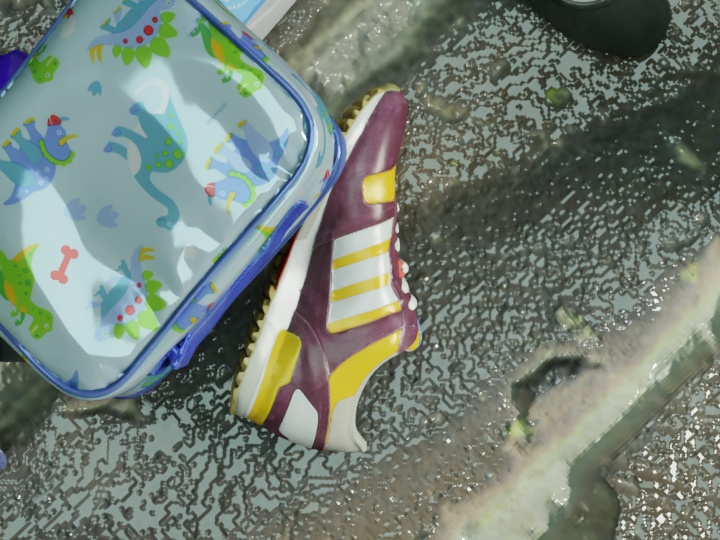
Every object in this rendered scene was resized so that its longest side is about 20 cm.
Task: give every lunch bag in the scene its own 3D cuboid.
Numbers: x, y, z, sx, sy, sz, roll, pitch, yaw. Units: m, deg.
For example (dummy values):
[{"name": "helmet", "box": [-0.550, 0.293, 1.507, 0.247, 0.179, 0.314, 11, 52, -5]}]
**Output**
[{"name": "lunch bag", "box": [-0.116, -0.041, 1.001, 0.161, 0.082, 0.200, 42, 98, 10]}]

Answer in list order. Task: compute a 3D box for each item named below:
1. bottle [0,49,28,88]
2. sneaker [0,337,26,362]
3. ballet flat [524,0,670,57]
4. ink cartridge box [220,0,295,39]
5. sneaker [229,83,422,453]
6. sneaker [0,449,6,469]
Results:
[{"name": "bottle", "box": [-0.238, -0.087, 1.089, 0.198, 0.065, 0.084, -3, 86, 2]}, {"name": "sneaker", "box": [-0.114, -0.013, 1.081, 0.199, 0.075, 0.107, -11, 90, 11]}, {"name": "ballet flat", "box": [0.094, -0.197, 1.083, 0.068, 0.068, 0.200, -44, 85, -2]}, {"name": "ink cartridge box", "box": [-0.107, -0.227, 1.094, 0.200, 0.067, 0.116, 41, 89, 5]}, {"name": "sneaker", "box": [0.000, 0.000, 1.076, 0.090, 0.075, 0.201, 22, 92, -6]}, {"name": "sneaker", "box": [-0.255, 0.178, 1.069, 0.199, 0.081, 0.115, -40, 89, 6]}]
